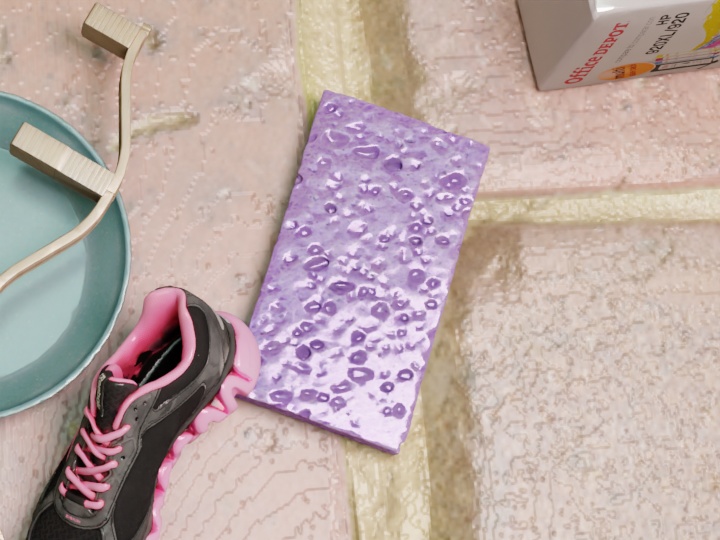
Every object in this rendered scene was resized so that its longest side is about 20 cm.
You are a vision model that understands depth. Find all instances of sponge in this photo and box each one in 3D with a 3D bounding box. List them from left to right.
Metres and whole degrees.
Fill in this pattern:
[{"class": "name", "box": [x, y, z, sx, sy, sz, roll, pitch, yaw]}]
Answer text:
[{"class": "sponge", "box": [0.000, 0.000, 1.145, 0.111, 0.030, 0.201, 18, 76, -4]}]

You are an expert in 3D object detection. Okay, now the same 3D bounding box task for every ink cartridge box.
[{"class": "ink cartridge box", "box": [0.203, -0.210, 1.165, 0.198, 0.147, 0.146, -8, 79, -11]}]

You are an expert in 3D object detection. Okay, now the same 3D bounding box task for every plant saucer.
[{"class": "plant saucer", "box": [-0.235, -0.008, 1.105, 0.198, 0.036, 0.202, 2, 77, -9]}]

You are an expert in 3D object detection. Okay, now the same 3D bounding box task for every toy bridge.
[{"class": "toy bridge", "box": [-0.172, -0.061, 1.096, 0.067, 0.027, 0.201, 30, 74, -4]}]

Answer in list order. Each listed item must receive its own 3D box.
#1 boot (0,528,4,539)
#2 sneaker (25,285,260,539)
[{"class": "boot", "box": [-0.223, 0.178, 1.011, 0.077, 0.138, 0.201, -15, 79, -12]}, {"class": "sneaker", "box": [-0.137, 0.094, 1.057, 0.079, 0.095, 0.201, 22, 73, 25]}]
